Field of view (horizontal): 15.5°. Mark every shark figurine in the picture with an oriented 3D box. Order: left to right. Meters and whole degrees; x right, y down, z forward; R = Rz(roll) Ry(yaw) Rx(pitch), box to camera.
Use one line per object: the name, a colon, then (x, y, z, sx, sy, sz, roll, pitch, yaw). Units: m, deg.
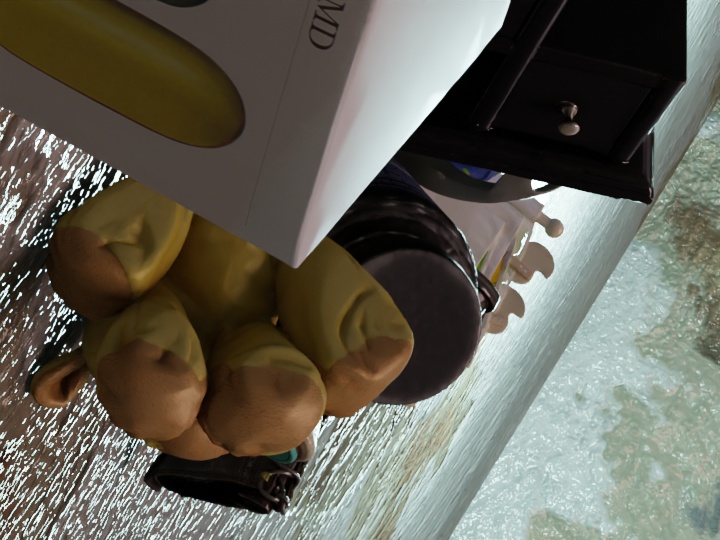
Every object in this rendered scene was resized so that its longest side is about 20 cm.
shark figurine: (0.030, -0.097, 1.548, 0.128, 0.215, 0.089, -35, 138, 11)

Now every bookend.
bookend: (0.094, -0.139, 1.368, 0.199, 0.199, 0.092, 122, -24, -57)

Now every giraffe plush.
giraffe plush: (-0.085, 0.025, 1.294, 0.162, 0.172, 0.201, 124, -32, -50)

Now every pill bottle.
pill bottle: (0.000, 0.000, 1.438, 0.112, 0.112, 0.200, -63, -161, 9)

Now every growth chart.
growth chart: (0.043, -0.005, 1.740, 0.200, 0.145, 0.018, -50, -175, -32)

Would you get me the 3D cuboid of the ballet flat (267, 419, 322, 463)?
ballet flat: (-0.059, 0.060, 1.477, 0.062, 0.068, 0.200, -37, -161, -17)

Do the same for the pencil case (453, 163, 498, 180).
pencil case: (0.091, -0.124, 1.690, 0.200, 0.078, 0.087, 123, -39, -64)

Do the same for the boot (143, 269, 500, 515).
boot: (-0.022, 0.071, 1.570, 0.069, 0.199, 0.175, 49, 52, -35)

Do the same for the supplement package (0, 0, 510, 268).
supplement package: (-0.054, -0.137, 0.772, 0.151, 0.199, 0.152, -51, 165, -46)
